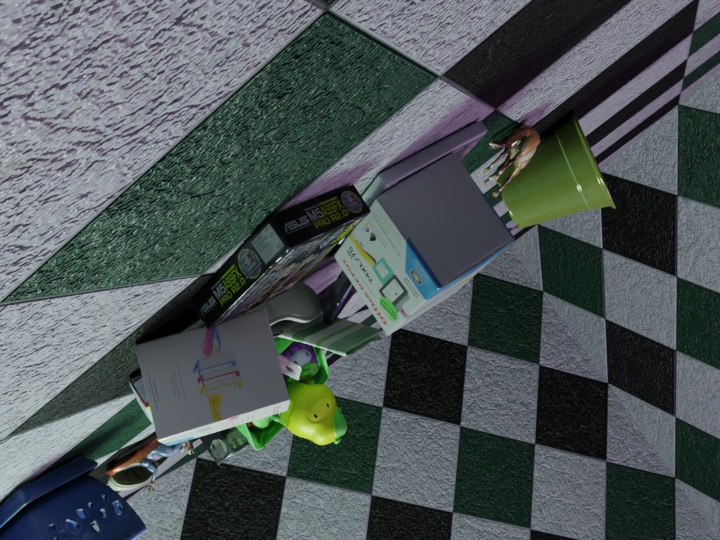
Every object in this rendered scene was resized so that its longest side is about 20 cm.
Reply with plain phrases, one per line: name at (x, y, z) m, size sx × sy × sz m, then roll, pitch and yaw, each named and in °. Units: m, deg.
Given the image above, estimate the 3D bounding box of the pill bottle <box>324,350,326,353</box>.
pill bottle at (-0.127, 0.146, 1.774) m, size 0.113 × 0.114 × 0.200 m, roll -31°, pitch 172°, yaw -30°

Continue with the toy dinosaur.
toy dinosaur at (-0.469, 0.394, 2.068) m, size 0.180 × 0.203 × 0.105 m, roll -2°, pitch -169°, yaw -32°

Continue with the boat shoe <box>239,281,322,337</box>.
boat shoe at (-0.131, 0.066, 1.407) m, size 0.060 × 0.074 × 0.199 m, roll -38°, pitch 170°, yaw 30°

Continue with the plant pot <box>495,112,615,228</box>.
plant pot at (0.370, -0.176, 1.828) m, size 0.188 × 0.202 × 0.200 m, roll -23°, pitch 176°, yaw 16°

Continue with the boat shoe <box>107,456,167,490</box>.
boat shoe at (-0.517, 0.464, 2.156) m, size 0.068 × 0.075 × 0.200 m, roll -44°, pitch 171°, yaw 22°

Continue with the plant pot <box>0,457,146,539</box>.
plant pot at (-0.530, 0.456, 1.639) m, size 0.200 × 0.181 × 0.199 m, roll -40°, pitch 171°, yaw 32°

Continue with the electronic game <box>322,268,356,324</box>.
electronic game at (0.000, 0.000, 1.495) m, size 0.201 × 0.041 × 0.200 m, roll -57°, pitch 177°, yaw -5°

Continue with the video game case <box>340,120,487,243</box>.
video game case at (0.068, -0.122, 1.320) m, size 0.199 × 0.023 × 0.182 m, roll -31°, pitch 172°, yaw -32°

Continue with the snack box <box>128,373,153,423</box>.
snack box at (-0.277, 0.165, 1.442) m, size 0.141 × 0.053 × 0.200 m, roll -33°, pitch 173°, yaw -17°

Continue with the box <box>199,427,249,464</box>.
box at (-0.251, 0.258, 1.730) m, size 0.049 × 0.162 × 0.200 m, roll -37°, pitch 172°, yaw 16°

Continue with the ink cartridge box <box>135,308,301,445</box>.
ink cartridge box at (-0.180, 0.140, 1.240) m, size 0.198 × 0.127 × 0.129 m, roll -15°, pitch 169°, yaw -11°

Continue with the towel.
towel at (-0.080, 0.096, 1.506) m, size 0.152 × 0.198 × 0.024 m, roll -18°, pitch 119°, yaw -64°

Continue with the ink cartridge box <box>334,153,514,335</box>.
ink cartridge box at (0.083, -0.031, 1.304) m, size 0.145 × 0.147 × 0.200 m, roll -31°, pitch 171°, yaw -27°

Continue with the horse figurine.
horse figurine at (0.259, -0.198, 1.578) m, size 0.133 × 0.050 × 0.200 m, roll -48°, pitch 166°, yaw -1°

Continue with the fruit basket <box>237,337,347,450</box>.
fruit basket at (-0.116, 0.205, 1.571) m, size 0.215 × 0.215 × 0.157 m, roll -32°, pitch 130°, yaw -21°

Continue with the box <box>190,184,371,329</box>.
box at (-0.099, -0.016, 1.154) m, size 0.160 × 0.044 × 0.200 m, roll -28°, pitch 170°, yaw -48°
